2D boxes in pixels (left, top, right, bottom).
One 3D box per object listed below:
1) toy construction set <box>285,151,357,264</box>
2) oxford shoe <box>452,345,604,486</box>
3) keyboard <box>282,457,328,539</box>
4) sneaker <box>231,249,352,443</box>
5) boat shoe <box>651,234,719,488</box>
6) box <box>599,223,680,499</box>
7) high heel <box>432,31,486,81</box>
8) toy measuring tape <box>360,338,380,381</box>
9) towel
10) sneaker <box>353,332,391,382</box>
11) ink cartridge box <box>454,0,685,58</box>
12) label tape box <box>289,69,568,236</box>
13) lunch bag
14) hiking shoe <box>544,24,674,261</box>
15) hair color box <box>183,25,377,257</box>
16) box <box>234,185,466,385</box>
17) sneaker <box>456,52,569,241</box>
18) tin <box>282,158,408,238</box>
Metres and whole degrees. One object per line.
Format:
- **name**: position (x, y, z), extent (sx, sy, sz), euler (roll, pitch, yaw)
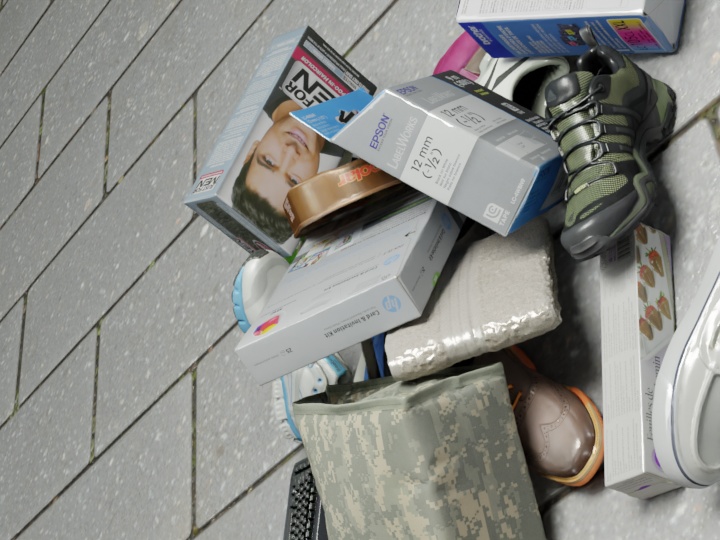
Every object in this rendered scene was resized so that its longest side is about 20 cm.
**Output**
- **toy construction set**: position (-0.018, -0.071, 1.452), extent (0.200, 0.092, 0.131), euler (-64, 4, -8)
- **oxford shoe**: position (0.114, 0.103, 1.138), extent (0.071, 0.073, 0.200), euler (-64, 30, 6)
- **keyboard**: position (-0.042, 0.257, 1.349), extent (0.127, 0.021, 0.200), euler (-28, 49, 49)
- **sneaker**: position (-0.048, 0.071, 1.362), extent (0.087, 0.200, 0.075), euler (4, 32, 48)
- **boat shoe**: position (0.251, 0.047, 0.961), extent (0.066, 0.072, 0.200), euler (3, 65, 64)
- **box**: position (0.198, 0.061, 1.063), extent (0.041, 0.039, 0.200), euler (-34, 44, 47)
- **high heel**: position (0.127, -0.237, 1.351), extent (0.096, 0.067, 0.200), euler (47, 126, 47)
- **toy measuring tape**: position (-0.005, 0.123, 1.246), extent (0.074, 0.074, 0.200), euler (31, 139, 60)
- **towel**: position (0.088, 0.017, 1.150), extent (0.133, 0.034, 0.200), euler (-21, 18, 12)
- **sneaker**: position (0.047, 0.027, 1.291), extent (0.111, 0.077, 0.200), euler (-21, 58, 60)
- **ink cartridge box**: position (0.163, -0.248, 1.215), extent (0.200, 0.076, 0.136), euler (5, 73, 32)
- **label tape box**: position (0.065, -0.112, 1.185), extent (0.143, 0.200, 0.066), euler (-29, -32, -63)
- **lunch bag**: position (0.033, 0.164, 1.136), extent (0.200, 0.118, 0.164), euler (-12, 93, 55)
- **hiking shoe**: position (0.167, -0.093, 1.109), extent (0.076, 0.101, 0.200), euler (-35, 24, 43)
- **hair color box**: position (-0.072, -0.119, 1.400), extent (0.061, 0.099, 0.200), euler (-7, 50, 53)
- **box**: position (0.000, 0.000, 1.202), extent (0.156, 0.041, 0.200), euler (-25, 17, 27)
- **sneaker**: position (0.113, -0.109, 1.279), extent (0.200, 0.074, 0.089), euler (-64, 28, 7)
- **tin**: position (-0.010, -0.069, 1.288), extent (0.200, 0.112, 0.042), euler (147, 103, -83)
